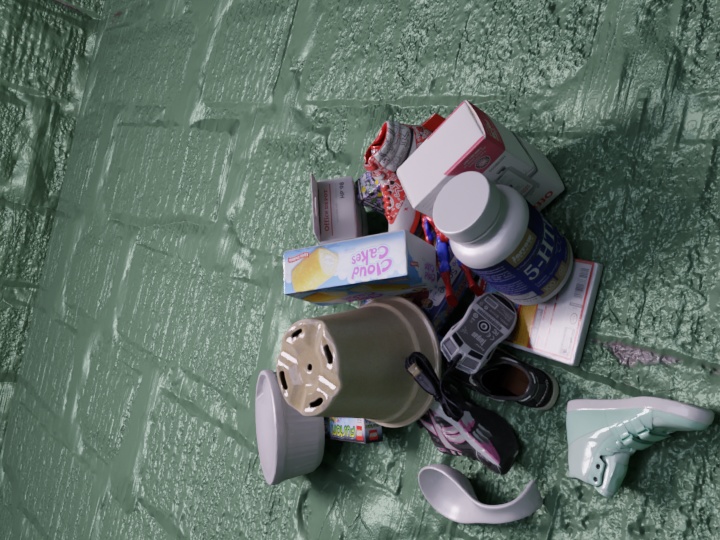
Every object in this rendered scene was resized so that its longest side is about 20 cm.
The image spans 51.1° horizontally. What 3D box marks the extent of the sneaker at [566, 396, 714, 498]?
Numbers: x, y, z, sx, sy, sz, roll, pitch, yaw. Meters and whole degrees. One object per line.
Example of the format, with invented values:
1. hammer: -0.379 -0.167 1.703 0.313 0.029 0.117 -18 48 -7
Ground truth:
1. sneaker: 0.334 0.216 0.908 0.200 0.073 0.120 -19 59 55

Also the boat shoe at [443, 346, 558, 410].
1. boat shoe: 0.191 0.149 1.099 0.199 0.067 0.073 14 92 51

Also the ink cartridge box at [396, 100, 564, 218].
1. ink cartridge box: 0.175 -0.130 1.076 0.146 0.199 0.083 -44 46 27

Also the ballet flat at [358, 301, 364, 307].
1. ballet flat: 0.028 0.126 1.295 0.072 0.072 0.202 -35 55 38

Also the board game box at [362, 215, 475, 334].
1. board game box: 0.093 0.027 1.191 0.135 0.034 0.201 34 92 40

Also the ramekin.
1. ramekin: -0.129 0.279 1.364 0.202 0.093 0.205 177 90 -72

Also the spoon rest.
1. spoon rest: 0.160 0.325 1.080 0.199 0.060 0.100 -11 109 45

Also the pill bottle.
1. pill bottle: 0.190 -0.045 1.016 0.119 0.199 0.121 -25 49 33

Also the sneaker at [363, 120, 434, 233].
1. sneaker: 0.048 -0.131 1.171 0.067 0.107 0.203 -116 42 -67

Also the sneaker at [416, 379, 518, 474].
1. sneaker: 0.154 0.245 1.124 0.200 0.080 0.087 40 128 50

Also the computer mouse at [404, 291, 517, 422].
1. computer mouse: 0.153 0.112 1.073 0.109 0.200 0.044 40 151 13

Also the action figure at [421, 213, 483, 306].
1. action figure: 0.133 -0.039 1.138 0.065 0.052 0.202 -25 52 17

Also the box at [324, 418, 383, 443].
1. box: -0.026 0.236 1.297 0.199 0.034 0.112 -19 73 62

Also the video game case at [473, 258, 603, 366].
1. video game case: 0.248 0.044 1.097 0.199 0.017 0.145 15 92 49

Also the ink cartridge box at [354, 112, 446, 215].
1. ink cartridge box: 0.095 -0.166 1.255 0.199 0.108 0.051 -37 48 37

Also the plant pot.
1. plant pot: -0.014 0.135 1.096 0.199 0.182 0.203 -3 85 43

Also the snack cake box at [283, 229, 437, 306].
1. snack cake box: 0.000 0.000 1.095 0.198 0.115 0.068 -10 73 26

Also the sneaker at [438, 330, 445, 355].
1. sneaker: 0.094 0.058 1.242 0.078 0.066 0.201 -37 53 20

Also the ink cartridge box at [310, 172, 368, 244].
1. ink cartridge box: -0.032 -0.084 1.315 0.066 0.200 0.117 -7 71 8
